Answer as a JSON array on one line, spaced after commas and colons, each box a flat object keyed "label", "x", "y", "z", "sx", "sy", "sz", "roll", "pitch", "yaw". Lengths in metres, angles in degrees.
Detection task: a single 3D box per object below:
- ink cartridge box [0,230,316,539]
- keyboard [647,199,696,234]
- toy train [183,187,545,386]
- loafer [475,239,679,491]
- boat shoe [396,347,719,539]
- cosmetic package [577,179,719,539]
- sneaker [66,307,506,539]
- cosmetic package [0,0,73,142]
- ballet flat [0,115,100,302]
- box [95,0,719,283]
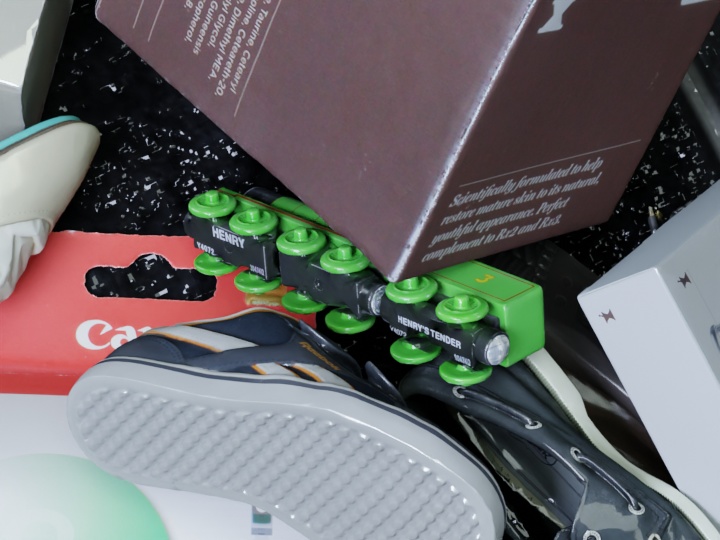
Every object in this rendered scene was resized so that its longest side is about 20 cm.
[{"label": "ink cartridge box", "x": -0.095, "y": 0.074, "z": 1.185, "sx": 0.160, "sy": 0.050, "sz": 0.202, "roll": 2, "pitch": 75, "yaw": -5}, {"label": "keyboard", "x": 0.172, "y": 0.044, "z": 1.184, "sx": 0.127, "sy": 0.021, "sz": 0.201, "roll": 28, "pitch": 55, "yaw": -27}, {"label": "toy train", "x": 0.000, "y": 0.000, "z": 1.161, "sx": 0.056, "sy": 0.042, "sz": 0.199, "roll": -25, "pitch": 33, "yaw": -36}, {"label": "loafer", "x": 0.104, "y": 0.048, "z": 1.209, "sx": 0.200, "sy": 0.071, "sz": 0.073, "roll": 38, "pitch": 41, "yaw": -3}, {"label": "boat shoe", "x": 0.088, "y": 0.106, "z": 1.120, "sx": 0.066, "sy": 0.075, "sz": 0.200, "roll": -27, "pitch": 73, "yaw": -36}, {"label": "cosmetic package", "x": 0.192, "y": 0.061, "z": 1.148, "sx": 0.151, "sy": 0.052, "sz": 0.201, "roll": -36, "pitch": 100, "yaw": -44}, {"label": "sneaker", "x": -0.020, "y": 0.064, "z": 1.120, "sx": 0.199, "sy": 0.079, "sz": 0.079, "roll": 17, "pitch": 34, "yaw": 22}, {"label": "cosmetic package", "x": -0.235, "y": -0.127, "z": 1.204, "sx": 0.199, "sy": 0.103, "sz": 0.088, "roll": 15, "pitch": 74, "yaw": -2}, {"label": "ballet flat", "x": -0.196, "y": 0.002, "z": 1.186, "sx": 0.199, "sy": 0.069, "sz": 0.070, "roll": -27, "pitch": 77, "yaw": -1}, {"label": "box", "x": 0.026, "y": -0.129, "z": 1.141, "sx": 0.200, "sy": 0.165, "sz": 0.165, "roll": 42, "pitch": 33, "yaw": 25}]
